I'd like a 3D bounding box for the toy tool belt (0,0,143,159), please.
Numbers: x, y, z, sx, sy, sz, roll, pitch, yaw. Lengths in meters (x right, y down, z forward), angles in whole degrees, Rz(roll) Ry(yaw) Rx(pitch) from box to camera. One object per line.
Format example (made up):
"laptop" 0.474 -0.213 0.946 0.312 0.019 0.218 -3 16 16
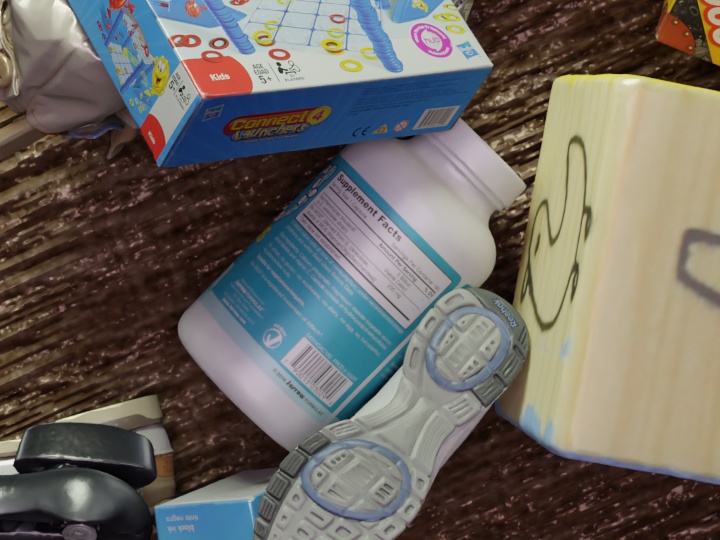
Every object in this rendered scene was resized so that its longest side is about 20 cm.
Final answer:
"toy tool belt" -0.127 -0.129 1.456 0.125 0.200 0.123 47 133 14

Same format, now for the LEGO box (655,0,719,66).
"LEGO box" 0.267 -0.188 1.416 0.148 0.200 0.077 21 51 -1

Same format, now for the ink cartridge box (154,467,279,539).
"ink cartridge box" -0.049 0.218 1.465 0.066 0.116 0.201 -7 93 24

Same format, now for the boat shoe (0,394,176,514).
"boat shoe" -0.203 0.131 1.487 0.199 0.075 0.069 -17 87 -1

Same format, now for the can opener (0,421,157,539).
"can opener" -0.211 0.130 1.432 0.199 0.079 0.064 -2 130 -5

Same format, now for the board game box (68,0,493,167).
"board game box" -0.059 -0.156 1.389 0.199 0.056 0.196 -10 59 -39

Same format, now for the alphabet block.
"alphabet block" 0.196 0.007 1.420 0.195 0.195 0.201 10 92 -9

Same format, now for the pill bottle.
"pill bottle" 0.000 0.000 1.465 0.111 0.111 0.200 45 91 -2

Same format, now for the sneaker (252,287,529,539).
"sneaker" 0.018 0.101 1.421 0.074 0.087 0.200 43 71 11

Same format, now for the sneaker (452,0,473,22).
"sneaker" 0.085 -0.177 1.482 0.199 0.075 0.116 13 98 9
